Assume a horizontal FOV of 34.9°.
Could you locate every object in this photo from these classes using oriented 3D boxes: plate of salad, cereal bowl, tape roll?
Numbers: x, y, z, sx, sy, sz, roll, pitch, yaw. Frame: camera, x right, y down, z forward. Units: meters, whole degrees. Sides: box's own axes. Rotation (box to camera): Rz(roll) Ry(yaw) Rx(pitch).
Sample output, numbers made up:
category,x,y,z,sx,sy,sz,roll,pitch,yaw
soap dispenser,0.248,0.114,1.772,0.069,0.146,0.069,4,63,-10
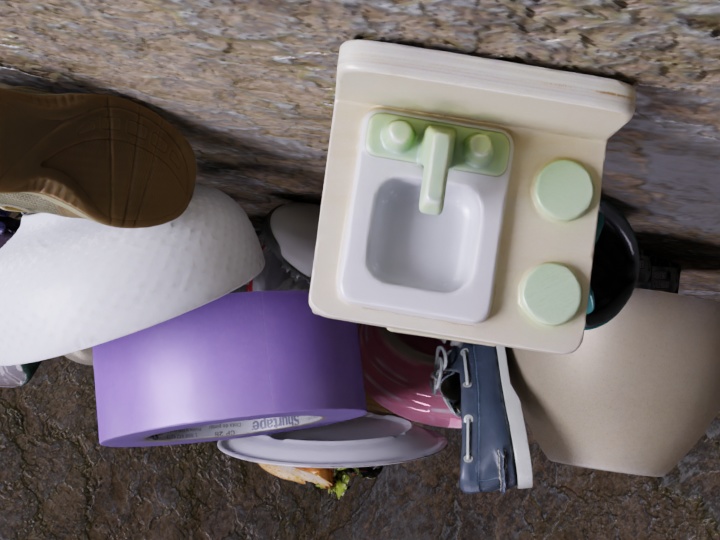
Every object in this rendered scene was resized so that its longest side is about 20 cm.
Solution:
category,x,y,z,sx,sy,sz,roll,pitch,yaw
plate of salad,-0.024,0.156,0.985,0.197,0.049,0.200,-1,-177,0
cereal bowl,-0.167,-0.012,0.766,0.198,0.084,0.200,-16,-169,3
tape roll,-0.097,0.077,0.852,0.197,0.086,0.200,-6,168,-1

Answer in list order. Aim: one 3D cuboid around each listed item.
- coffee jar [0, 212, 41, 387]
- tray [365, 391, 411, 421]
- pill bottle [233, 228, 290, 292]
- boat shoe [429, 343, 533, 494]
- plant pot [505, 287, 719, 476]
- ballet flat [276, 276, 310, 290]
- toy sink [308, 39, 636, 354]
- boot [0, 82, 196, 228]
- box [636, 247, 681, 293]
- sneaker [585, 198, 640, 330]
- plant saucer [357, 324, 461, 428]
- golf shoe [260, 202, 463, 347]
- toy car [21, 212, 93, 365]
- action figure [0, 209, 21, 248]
category,x,y,z,sx,sy,sz,roll,pitch,yaw
coffee jar,-0.330,0.018,1.134,0.103,0.201,0.086,5,132,19
tray,0.035,0.062,1.131,0.097,0.037,0.201,10,-143,17
pill bottle,-0.100,0.016,1.119,0.113,0.115,0.199,12,173,-34
boat shoe,0.088,0.092,0.908,0.061,0.201,0.075,-9,138,-1
plant pot,0.203,0.091,0.916,0.198,0.136,0.200,8,175,1
ballet flat,0.000,0.000,0.985,0.071,0.073,0.199,4,-176,38
toy sink,0.044,-0.022,0.560,0.129,0.114,0.200,8,174,-2
boot,-0.211,-0.071,0.670,0.154,0.074,0.199,10,-175,42
box,0.146,-0.003,0.952,0.198,0.040,0.136,4,174,39
sneaker,0.101,-0.008,0.738,0.198,0.085,0.120,2,-178,-25
plant saucer,0.089,0.060,1.056,0.198,0.051,0.202,-3,-144,2
golf shoe,0.019,-0.021,0.890,0.198,0.078,0.089,21,137,9
toy car,-0.230,-0.030,0.967,0.164,0.159,0.200,28,-171,-44
action figure,-0.297,-0.022,1.064,0.198,0.070,0.131,23,-153,-18
